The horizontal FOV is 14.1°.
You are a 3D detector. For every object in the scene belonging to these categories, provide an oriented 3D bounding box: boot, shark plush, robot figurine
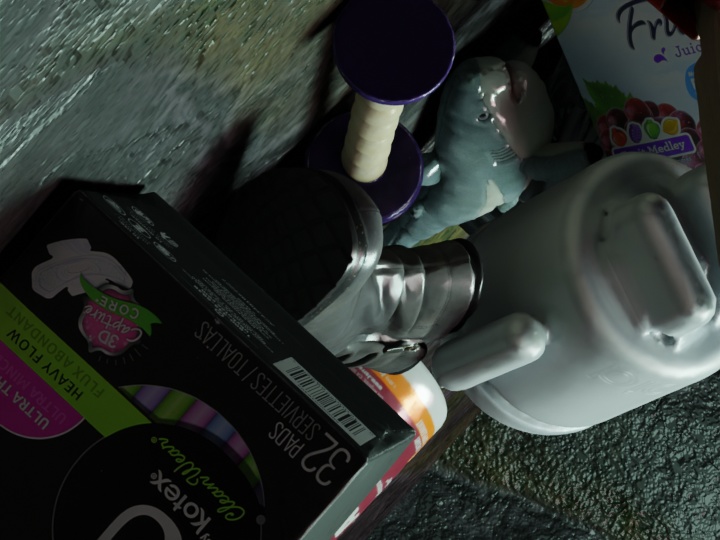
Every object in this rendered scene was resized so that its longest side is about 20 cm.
[{"bbox_3d":[0.000,0.000,1.304,0.131,0.070,0.200,-7,166,-26],"label":"boot"},{"bbox_3d":[0.045,-0.065,1.590,0.083,0.091,0.200,-12,168,-33],"label":"shark plush"},{"bbox_3d":[0.111,0.014,1.403,0.169,0.113,0.200,-20,175,-34],"label":"robot figurine"}]

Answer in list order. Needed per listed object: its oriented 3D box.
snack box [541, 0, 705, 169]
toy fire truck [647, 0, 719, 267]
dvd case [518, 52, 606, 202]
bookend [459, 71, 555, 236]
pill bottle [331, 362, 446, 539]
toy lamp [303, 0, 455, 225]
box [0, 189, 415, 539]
[{"bbox_3d":[0.188,-0.121,1.371,0.199,0.143,0.053,-12,-163,41],"label":"snack box"},{"bbox_3d":[0.101,-0.118,0.984,0.129,0.200,0.176,-46,173,-13],"label":"toy fire truck"},{"bbox_3d":[0.141,-0.090,1.569,0.149,0.016,0.200,-65,-160,5],"label":"dvd case"},{"bbox_3d":[0.161,-0.119,1.735,0.200,0.092,0.199,-39,167,-43],"label":"bookend"},{"bbox_3d":[-0.057,0.111,1.581,0.200,0.114,0.114,-46,172,-15],"label":"pill bottle"},{"bbox_3d":[0.006,-0.062,1.279,0.058,0.058,0.200,-46,173,-14],"label":"toy lamp"},{"bbox_3d":[-0.103,0.091,1.088,0.200,0.148,0.124,-48,173,8],"label":"box"}]
